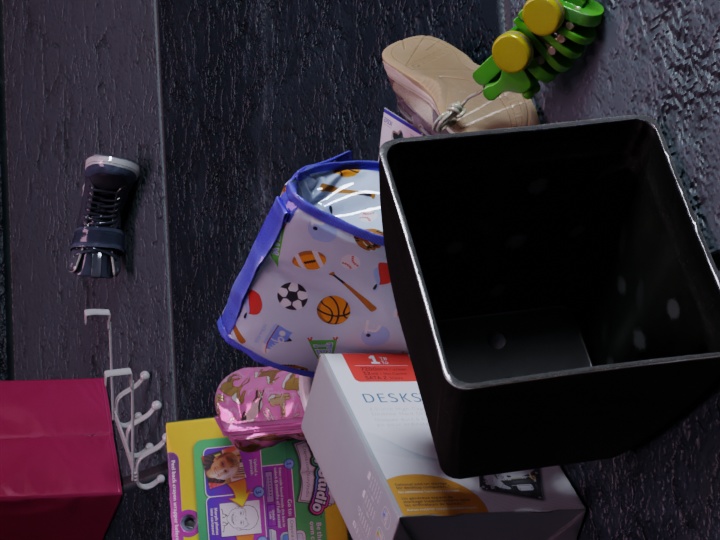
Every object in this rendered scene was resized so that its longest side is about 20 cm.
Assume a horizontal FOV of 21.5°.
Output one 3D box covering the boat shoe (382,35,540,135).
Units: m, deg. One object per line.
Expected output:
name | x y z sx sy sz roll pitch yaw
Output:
boat shoe | 0.084 -0.125 1.534 0.200 0.072 0.065 42 154 46

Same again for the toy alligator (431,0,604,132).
toy alligator | 0.126 -0.157 1.415 0.054 0.059 0.200 42 126 4

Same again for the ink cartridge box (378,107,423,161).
ink cartridge box | 0.039 -0.036 1.681 0.095 0.037 0.201 -140 51 -63

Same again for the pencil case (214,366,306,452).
pencil case | -0.042 0.120 1.723 0.199 0.086 0.083 -10 71 43

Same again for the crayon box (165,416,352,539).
crayon box | -0.092 0.238 1.819 0.058 0.172 0.201 55 -151 -76

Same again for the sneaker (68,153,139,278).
sneaker | -0.349 -0.068 2.578 0.202 0.076 0.147 125 152 -70

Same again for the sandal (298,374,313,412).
sandal | 0.002 0.162 1.590 0.050 0.082 0.203 -26 105 38

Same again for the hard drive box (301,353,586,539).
hard drive box | 0.059 0.152 1.466 0.200 0.155 0.077 -121 38 -51

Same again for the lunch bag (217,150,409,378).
lunch bag | 0.000 0.000 1.532 0.170 0.199 0.124 -62 34 37

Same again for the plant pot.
plant pot | 0.117 0.033 1.295 0.178 0.198 0.201 102 157 -54

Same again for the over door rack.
over door rack | -0.294 0.162 2.447 0.148 0.066 0.201 -120 16 -52

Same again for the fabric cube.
fabric cube | -0.470 0.285 2.735 0.196 0.198 0.201 118 146 -51
